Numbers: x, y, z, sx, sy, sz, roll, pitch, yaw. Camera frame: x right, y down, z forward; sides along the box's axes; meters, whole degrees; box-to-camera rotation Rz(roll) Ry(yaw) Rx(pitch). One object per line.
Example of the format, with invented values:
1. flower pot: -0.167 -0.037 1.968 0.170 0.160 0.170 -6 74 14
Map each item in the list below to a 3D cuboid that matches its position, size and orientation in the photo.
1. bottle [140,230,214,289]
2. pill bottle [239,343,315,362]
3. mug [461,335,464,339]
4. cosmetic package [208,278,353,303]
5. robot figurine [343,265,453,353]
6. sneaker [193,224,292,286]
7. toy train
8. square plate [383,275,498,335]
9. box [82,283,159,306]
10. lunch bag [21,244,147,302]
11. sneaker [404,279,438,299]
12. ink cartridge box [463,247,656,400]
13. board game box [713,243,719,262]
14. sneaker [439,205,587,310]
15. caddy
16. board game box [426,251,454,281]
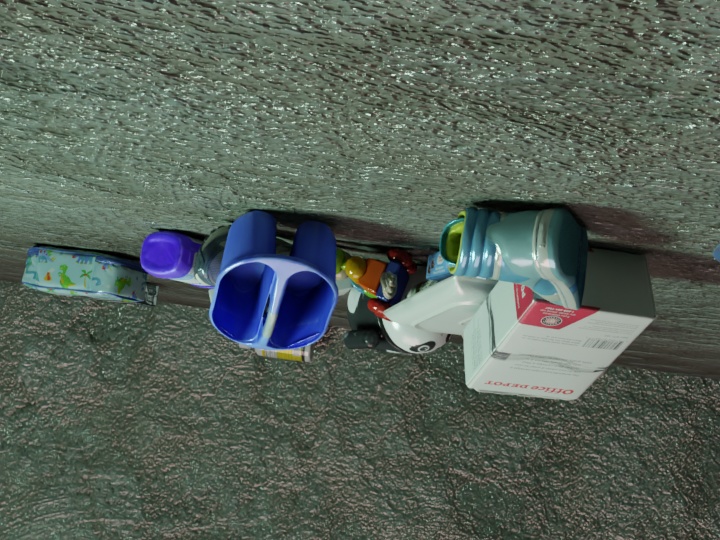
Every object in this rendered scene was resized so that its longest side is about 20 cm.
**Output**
1. bottle: -0.229 -0.010 1.908 0.083 0.066 0.200 6 174 28
2. pill bottle: -0.223 0.180 3.584 0.198 0.112 0.111 8 174 6
3. mug: 0.187 0.082 1.952 0.176 0.135 0.200 5 171 13
4. cosmetic package: -0.116 0.031 1.909 0.198 0.052 0.151 -14 175 -7
5. robot figurine: 0.058 0.057 1.869 0.124 0.151 0.200 24 168 -24
6. sneaker: -0.124 -0.007 1.677 0.086 0.078 0.199 25 -165 34
7. toy train: 0.000 0.000 1.684 0.115 0.085 0.200 21 176 10
8. square plate: 0.155 0.050 1.603 0.197 0.029 0.200 8 163 -23
9. box: -0.573 0.038 2.944 0.199 0.050 0.157 13 173 -43
10. lunch bag: -0.489 0.009 2.374 0.198 0.083 0.161 6 173 21
11. sneaker: 0.160 0.026 1.728 0.198 0.077 0.089 -6 148 -28
12. ink cartridge box: 0.215 0.059 1.477 0.144 0.084 0.200 8 147 -16
13. board game box: 0.376 -0.031 1.029 0.198 0.039 0.158 2 168 8
14. sneaker: 0.149 -0.015 1.287 0.129 0.080 0.200 4 164 19
15. caddy: -0.100 0.023 1.543 0.140 0.106 0.200 10 146 -7
16. board game box: 0.177 -0.001 1.584 0.150 0.037 0.200 8 173 -12
